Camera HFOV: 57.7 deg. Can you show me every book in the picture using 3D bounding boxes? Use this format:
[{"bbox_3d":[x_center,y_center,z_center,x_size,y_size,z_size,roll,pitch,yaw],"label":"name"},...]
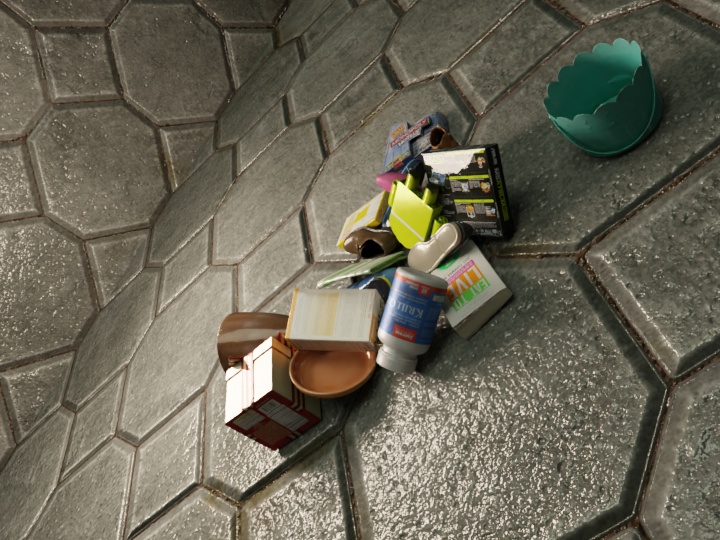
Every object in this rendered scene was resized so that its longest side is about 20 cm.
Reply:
[{"bbox_3d":[0.222,0.033,1.353,0.134,0.048,0.200,-43,30,12],"label":"book"}]

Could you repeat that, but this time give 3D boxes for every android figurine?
[{"bbox_3d":[0.127,-0.130,1.518,0.041,0.201,0.182,-24,51,-32],"label":"android figurine"}]

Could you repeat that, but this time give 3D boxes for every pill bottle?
[{"bbox_3d":[0.100,0.103,1.330,0.112,0.112,0.201,27,104,57],"label":"pill bottle"}]

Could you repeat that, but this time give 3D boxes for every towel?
[{"bbox_3d":[0.000,0.000,1.602,0.199,0.024,0.152,-14,8,44],"label":"towel"}]

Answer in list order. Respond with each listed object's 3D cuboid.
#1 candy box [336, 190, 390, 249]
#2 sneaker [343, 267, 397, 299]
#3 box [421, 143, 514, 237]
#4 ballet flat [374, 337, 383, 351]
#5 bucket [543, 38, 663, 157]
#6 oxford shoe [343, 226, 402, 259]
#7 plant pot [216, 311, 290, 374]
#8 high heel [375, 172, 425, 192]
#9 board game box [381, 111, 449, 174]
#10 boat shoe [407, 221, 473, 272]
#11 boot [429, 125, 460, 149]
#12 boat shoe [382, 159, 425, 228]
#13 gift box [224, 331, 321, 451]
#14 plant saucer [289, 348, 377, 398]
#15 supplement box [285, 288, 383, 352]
[{"bbox_3d":[0.007,-0.134,1.757,0.200,0.026,0.103,-30,36,53],"label":"candy box"},{"bbox_3d":[0.021,0.045,1.583,0.200,0.066,0.078,-26,13,43],"label":"sneaker"},{"bbox_3d":[0.229,-0.171,1.412,0.047,0.194,0.199,-23,17,-32],"label":"box"},{"bbox_3d":[0.089,0.098,1.428,0.070,0.065,0.201,-2,57,49],"label":"ballet flat"},{"bbox_3d":[0.485,-0.334,1.293,0.207,0.135,0.208,-33,36,28],"label":"bucket"},{"bbox_3d":[0.012,-0.066,1.660,0.084,0.073,0.199,-38,20,-33],"label":"oxford shoe"},{"bbox_3d":[-0.228,0.184,1.664,0.199,0.187,0.188,-12,47,26],"label":"plant pot"},{"bbox_3d":[0.118,-0.168,1.576,0.067,0.199,0.096,102,-167,-59],"label":"high heel"},{"bbox_3d":[0.147,-0.360,1.813,0.199,0.062,0.201,-33,37,27],"label":"board game box"},{"bbox_3d":[0.177,-0.048,1.446,0.200,0.062,0.073,-42,68,53],"label":"boat shoe"},{"bbox_3d":[0.229,-0.240,1.500,0.076,0.155,0.201,-31,37,20],"label":"boot"},{"bbox_3d":[0.129,-0.184,1.664,0.068,0.084,0.201,19,90,49],"label":"boat shoe"},{"bbox_3d":[-0.207,0.268,1.516,0.184,0.200,0.187,-33,35,18],"label":"gift box"},{"bbox_3d":[-0.059,0.213,1.455,0.199,0.038,0.201,-9,35,6],"label":"plant saucer"},{"bbox_3d":[-0.056,0.111,1.464,0.198,0.074,0.127,0,64,18],"label":"supplement box"}]
